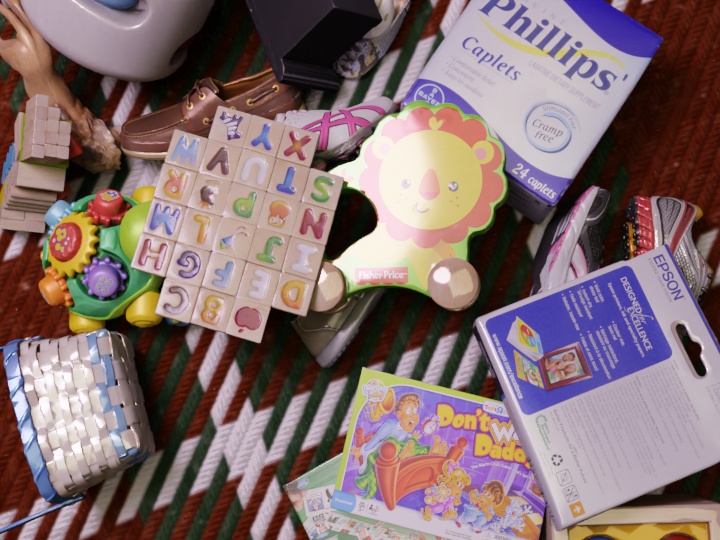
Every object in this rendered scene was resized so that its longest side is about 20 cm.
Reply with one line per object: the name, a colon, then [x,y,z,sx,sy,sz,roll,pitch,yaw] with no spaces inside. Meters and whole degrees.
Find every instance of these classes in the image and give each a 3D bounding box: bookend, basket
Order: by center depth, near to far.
basket: [-0.309,0.151,0.909,0.197,0.139,0.179,-14,80,-7]
bookend: [-0.025,-0.320,0.922,0.199,0.091,0.201,-35,70,36]

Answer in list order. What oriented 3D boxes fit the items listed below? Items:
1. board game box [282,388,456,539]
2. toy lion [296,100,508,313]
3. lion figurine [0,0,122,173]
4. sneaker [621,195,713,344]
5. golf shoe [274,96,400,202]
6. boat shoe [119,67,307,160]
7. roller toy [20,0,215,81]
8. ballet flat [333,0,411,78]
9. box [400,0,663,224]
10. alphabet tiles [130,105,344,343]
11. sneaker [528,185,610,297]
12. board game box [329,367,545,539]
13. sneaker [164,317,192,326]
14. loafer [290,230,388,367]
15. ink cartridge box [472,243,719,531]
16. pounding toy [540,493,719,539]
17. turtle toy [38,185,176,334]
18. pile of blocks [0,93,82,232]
board game box: [0.040,0.226,0.933,0.198,0.029,0.136,-28,82,-1]
toy lion: [0.039,-0.059,0.876,0.196,0.069,0.195,-2,85,11]
lion figurine: [-0.318,-0.188,0.952,0.072,0.201,0.122,-42,48,-10]
sneaker: [0.310,0.024,0.918,0.081,0.078,0.204,-2,82,2]
golf shoe: [-0.041,-0.135,0.936,0.199,0.073,0.092,-35,79,-33]
boat shoe: [-0.155,-0.167,0.969,0.197,0.072,0.068,-13,126,-2]
roller toy: [-0.231,-0.296,0.932,0.184,0.198,0.140,55,127,22]
ballet flat: [0.026,-0.300,0.987,0.071,0.072,0.202,31,85,7]
box: [0.166,-0.185,0.943,0.183,0.105,0.201,34,85,7]
alphabet tiles: [-0.110,-0.044,0.851,0.164,0.006,0.203,16,79,-1]
sneaker: [0.215,0.019,0.936,0.085,0.080,0.203,20,92,-6]
board game box: [0.082,0.183,0.899,0.197,0.045,0.137,13,83,6]
sneaker: [-0.151,-0.036,0.971,0.082,0.071,0.202,21,86,29]
loafer: [0.000,0.000,0.943,0.069,0.075,0.201,35,86,3]
ink cartridge box: [0.229,0.103,0.850,0.197,0.047,0.200,-19,72,-7]
pounding toy: [0.266,0.313,0.848,0.181,0.142,0.204,-3,81,4]
turtle toy: [-0.241,-0.021,0.921,0.197,0.101,0.148,-9,72,26]
pile of blocks: [-0.320,-0.105,0.947,0.061,0.200,0.083,6,61,-31]
